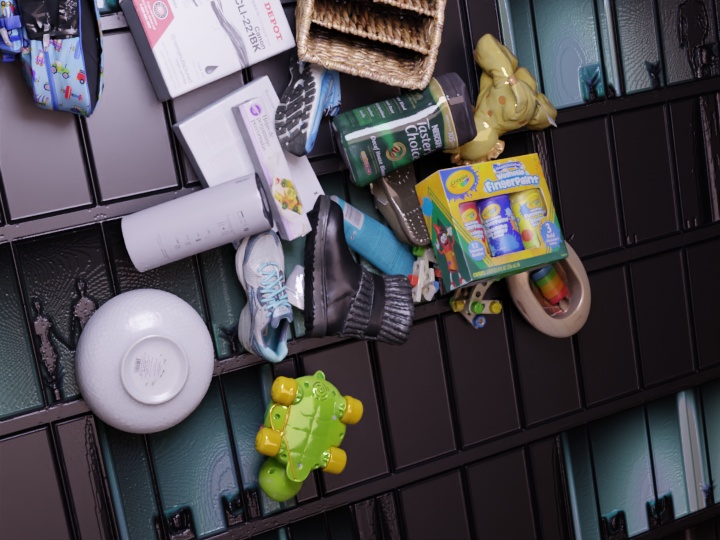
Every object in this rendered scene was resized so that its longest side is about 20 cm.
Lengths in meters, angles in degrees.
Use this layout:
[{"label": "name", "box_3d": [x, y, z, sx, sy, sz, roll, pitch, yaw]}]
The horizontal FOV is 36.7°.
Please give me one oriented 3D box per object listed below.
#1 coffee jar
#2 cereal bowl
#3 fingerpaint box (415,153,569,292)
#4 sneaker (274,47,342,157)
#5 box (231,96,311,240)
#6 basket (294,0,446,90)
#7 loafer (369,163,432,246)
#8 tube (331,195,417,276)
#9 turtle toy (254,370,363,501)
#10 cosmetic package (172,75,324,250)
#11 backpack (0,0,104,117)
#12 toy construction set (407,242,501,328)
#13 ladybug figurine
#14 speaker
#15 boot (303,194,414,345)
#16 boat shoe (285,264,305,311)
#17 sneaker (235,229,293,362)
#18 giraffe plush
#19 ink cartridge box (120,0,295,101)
[{"label": "coffee jar", "box_3d": [0.065, -0.201, 1.541, 0.197, 0.086, 0.105, -23, 126, -2]}, {"label": "cereal bowl", "box_3d": [-0.292, 0.131, 1.506, 0.197, 0.083, 0.204, -3, 97, -24]}, {"label": "fingerpaint box", "box_3d": [0.199, -0.074, 1.626, 0.197, 0.073, 0.170, -11, 81, -32]}, {"label": "sneaker", "box_3d": [-0.058, -0.241, 1.545, 0.090, 0.078, 0.203, 38, 50, -36]}, {"label": "box", "box_3d": [-0.124, -0.141, 1.521, 0.038, 0.041, 0.203, -26, 104, -20]}, {"label": "basket", "box_3d": [0.017, -0.358, 1.496, 0.196, 0.150, 0.144, 13, 124, -14]}, {"label": "loafer", "box_3d": [0.046, -0.125, 1.634, 0.075, 0.067, 0.203, -16, 83, -36]}, {"label": "tube", "box_3d": [0.023, -0.042, 1.648, 0.199, 0.050, 0.078, 33, 79, -28]}, {"label": "turtle toy", "box_3d": [-0.092, 0.243, 1.593, 0.144, 0.101, 0.203, 20, 88, -22]}, {"label": "cosmetic package", "box_3d": [-0.156, -0.152, 1.554, 0.149, 0.052, 0.202, -31, 107, -16]}, {"label": "backpack", "box_3d": [-0.393, -0.295, 1.375, 0.132, 0.183, 0.204, -7, 110, -14]}, {"label": "toy construction set", "box_3d": [0.139, 0.011, 1.673, 0.198, 0.091, 0.133, 15, 92, -44]}, {"label": "ladybug figurine", "box_3d": [0.293, 0.016, 1.755, 0.135, 0.072, 0.202, -38, 109, -16]}, {"label": "speaker", "box_3d": [-0.222, -0.065, 1.481, 0.197, 0.081, 0.083, -19, 103, 3]}, {"label": "boot", "box_3d": [-0.001, 0.001, 1.565, 0.155, 0.079, 0.216, 1, 92, -16]}, {"label": "boat shoe", "box_3d": [-0.024, 0.051, 1.628, 0.197, 0.072, 0.070, 24, 86, -14]}, {"label": "sneaker", "box_3d": [-0.125, 0.036, 1.542, 0.077, 0.086, 0.204, -16, 119, -30]}, {"label": "giraffe plush", "box_3d": [0.197, -0.232, 1.659, 0.162, 0.202, 0.172, -39, 126, 20]}, {"label": "ink cartridge box", "box_3d": [-0.207, -0.339, 1.495, 0.198, 0.083, 0.146, -27, 104, -20]}]
